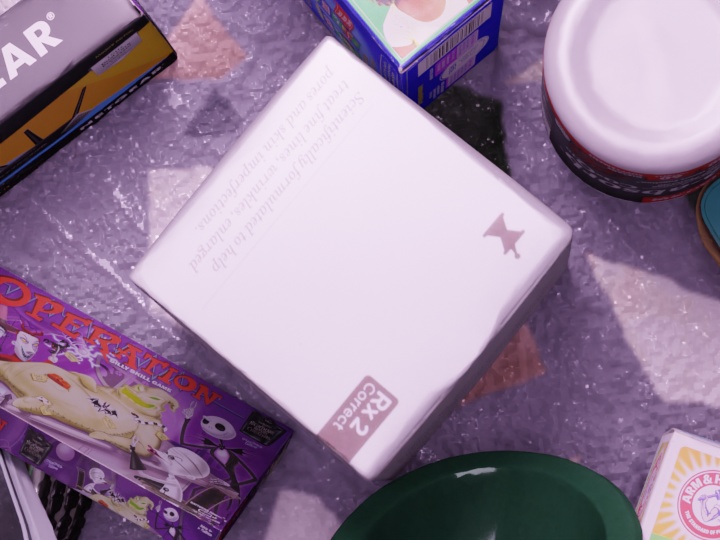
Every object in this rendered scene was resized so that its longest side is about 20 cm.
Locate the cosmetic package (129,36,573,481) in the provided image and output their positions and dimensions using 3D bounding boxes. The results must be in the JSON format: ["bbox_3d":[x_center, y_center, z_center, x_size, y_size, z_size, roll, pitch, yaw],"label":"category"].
[{"bbox_3d":[0.000,0.000,1.553,0.165,0.200,0.165,39,88,5],"label":"cosmetic package"}]

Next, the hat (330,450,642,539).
[{"bbox_3d":[0.065,0.222,1.566,0.200,0.176,0.165,-35,42,-31],"label":"hat"}]

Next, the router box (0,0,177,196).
[{"bbox_3d":[-0.200,-0.085,1.597,0.200,0.149,0.051,-38,84,0],"label":"router box"}]

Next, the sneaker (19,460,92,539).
[{"bbox_3d":[-0.214,0.155,1.623,0.088,0.077,0.201,18,83,18],"label":"sneaker"}]

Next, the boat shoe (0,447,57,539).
[{"bbox_3d":[-0.224,0.104,1.573,0.072,0.071,0.200,-53,42,9],"label":"boat shoe"}]

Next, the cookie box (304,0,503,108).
[{"bbox_3d":[-0.013,-0.190,1.584,0.075,0.171,0.200,-40,85,-3],"label":"cookie box"}]

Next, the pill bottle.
[{"bbox_3d":[0.153,-0.097,1.551,0.115,0.200,0.116,0,85,3],"label":"pill bottle"}]

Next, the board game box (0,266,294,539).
[{"bbox_3d":[-0.145,0.074,1.600,0.200,0.120,0.032,28,116,5],"label":"board game box"}]

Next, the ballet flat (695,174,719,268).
[{"bbox_3d":[0.248,0.030,1.582,0.069,0.063,0.200,-31,65,17],"label":"ballet flat"}]

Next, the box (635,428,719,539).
[{"bbox_3d":[0.184,0.195,1.576,0.112,0.101,0.201,20,87,4],"label":"box"}]
